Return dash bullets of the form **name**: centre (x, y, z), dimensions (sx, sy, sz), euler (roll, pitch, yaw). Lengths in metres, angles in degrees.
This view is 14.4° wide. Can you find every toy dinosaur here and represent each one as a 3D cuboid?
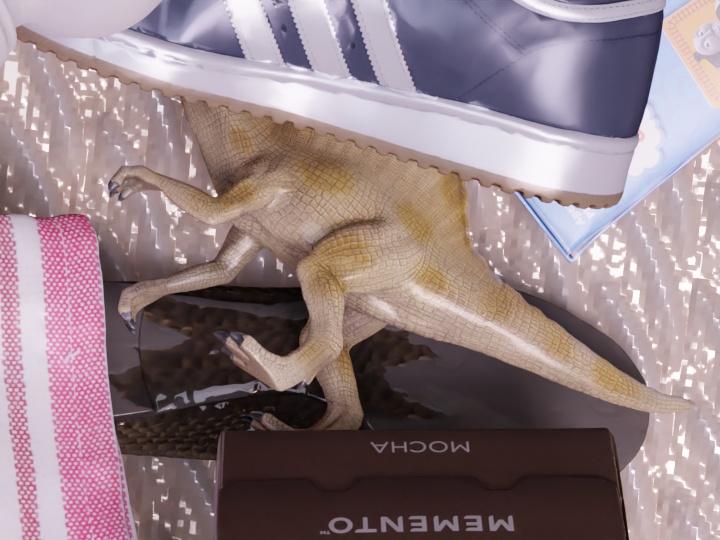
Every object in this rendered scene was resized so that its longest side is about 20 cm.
- **toy dinosaur**: centre (0.000, 0.000, 0.807), dimensions (0.200, 0.058, 0.101), euler (37, 68, 5)

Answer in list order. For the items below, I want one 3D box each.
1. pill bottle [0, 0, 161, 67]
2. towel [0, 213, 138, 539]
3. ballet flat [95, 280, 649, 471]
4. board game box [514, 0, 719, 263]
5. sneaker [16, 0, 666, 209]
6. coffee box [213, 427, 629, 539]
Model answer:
- **pill bottle**: centre (-0.059, -0.137, 0.707), dimensions (0.112, 0.112, 0.200), euler (45, 73, -6)
- **towel**: centre (-0.148, 0.056, 0.748), dimensions (0.199, 0.030, 0.147), euler (-3, 75, -34)
- **ballet flat**: centre (-0.014, 0.036, 0.848), dimensions (0.199, 0.046, 0.068), euler (4, 70, -7)
- **board game box**: centre (0.091, -0.124, 0.827), dimensions (0.200, 0.037, 0.152), euler (-39, 97, 4)
- **sneaker**: centre (-0.008, -0.095, 0.776), dimensions (0.199, 0.070, 0.109), euler (16, 107, -6)
- **coffee box**: centre (0.015, 0.147, 0.806), dimensions (0.112, 0.080, 0.201), euler (-1, 123, 0)
